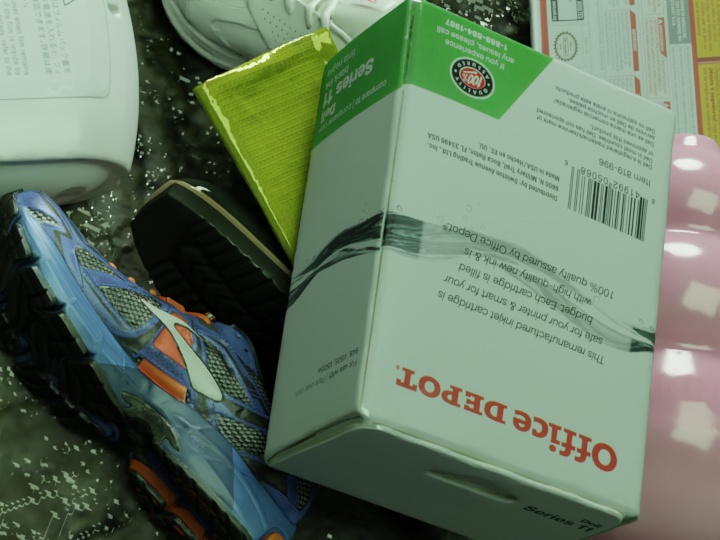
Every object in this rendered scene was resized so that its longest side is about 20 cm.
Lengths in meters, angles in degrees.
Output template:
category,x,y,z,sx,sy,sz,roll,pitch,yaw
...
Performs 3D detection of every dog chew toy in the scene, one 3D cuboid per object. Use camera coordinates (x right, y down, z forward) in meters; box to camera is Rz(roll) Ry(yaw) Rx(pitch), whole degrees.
category,x,y,z,sx,sy,sz,roll,pitch,yaw
dog chew toy,0.145,0.035,1.241,0.124,0.125,0.200,12,76,-19

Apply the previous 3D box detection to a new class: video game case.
category,x,y,z,sx,sy,sz,roll,pitch,yaw
video game case,0.186,-0.104,1.339,0.200,0.017,0.143,-3,72,3

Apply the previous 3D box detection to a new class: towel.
category,x,y,z,sx,sy,sz,roll,pitch,yaw
towel,0.005,-0.009,1.193,0.086,0.018,0.200,-29,89,-44

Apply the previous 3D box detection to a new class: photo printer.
category,x,y,z,sx,sy,sz,roll,pitch,yaw
photo printer,-0.199,-0.105,1.196,0.200,0.069,0.167,-5,70,-26

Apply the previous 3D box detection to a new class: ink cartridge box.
category,x,y,z,sx,sy,sz,roll,pitch,yaw
ink cartridge box,0.049,0.007,1.154,0.146,0.083,0.200,22,60,-25

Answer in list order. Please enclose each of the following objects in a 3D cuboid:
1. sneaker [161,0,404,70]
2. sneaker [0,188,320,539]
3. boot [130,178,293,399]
category,x,y,z,sx,sy,sz,roll,pitch,yaw
sneaker,-0.015,-0.118,1.264,0.200,0.099,0.078,43,58,-1
sneaker,-0.091,0.042,1.183,0.200,0.075,0.078,51,57,-7
boot,0.000,0.000,1.243,0.200,0.077,0.138,45,53,-16
